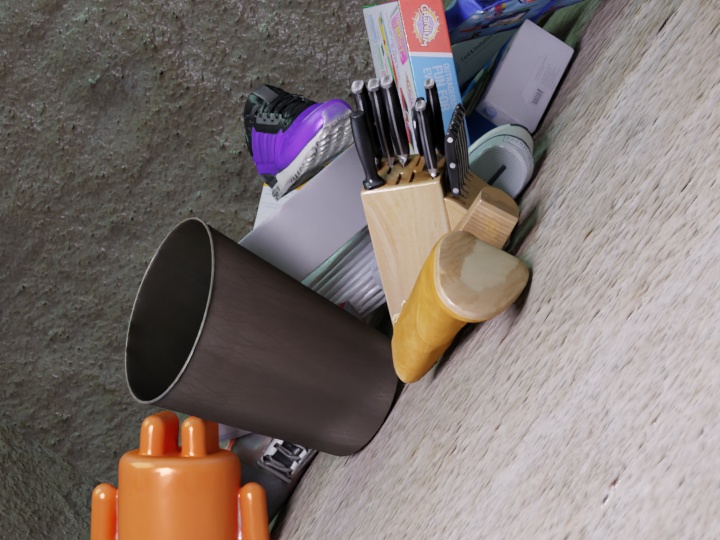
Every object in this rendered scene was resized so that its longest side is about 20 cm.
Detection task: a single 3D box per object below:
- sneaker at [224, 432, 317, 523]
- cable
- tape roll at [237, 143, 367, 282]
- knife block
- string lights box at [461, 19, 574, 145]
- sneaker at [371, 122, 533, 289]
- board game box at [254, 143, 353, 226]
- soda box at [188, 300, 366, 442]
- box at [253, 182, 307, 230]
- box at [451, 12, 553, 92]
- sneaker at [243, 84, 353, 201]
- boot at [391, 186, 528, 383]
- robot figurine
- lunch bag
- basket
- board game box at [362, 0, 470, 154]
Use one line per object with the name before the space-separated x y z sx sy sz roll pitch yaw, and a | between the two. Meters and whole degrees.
sneaker | -0.074 0.163 1.492 0.082 0.077 0.201 -30 29 50
cable | 0.000 0.000 1.519 0.200 0.069 0.200 -39 3 5
tape roll | -0.053 -0.038 1.460 0.200 0.066 0.200 -41 3 3
knife block | 0.032 -0.053 1.265 0.201 0.175 0.064 -53 7 31
string lights box | 0.129 -0.152 1.516 0.103 0.059 0.200 -62 8 -25
sneaker | 0.088 -0.050 1.356 0.200 0.073 0.071 -42 4 32
board game box | -0.026 -0.109 1.742 0.135 0.035 0.200 -48 12 -34
soda box | -0.076 0.100 1.455 0.199 0.070 0.064 -20 32 33
box | -0.084 -0.004 1.653 0.119 0.041 0.202 13 92 62
box | 0.131 -0.230 1.663 0.156 0.041 0.200 -40 -1 -8
sneaker | -0.070 -0.137 1.462 0.069 0.100 0.200 -32 -2 -23
boot | 0.065 0.033 1.149 0.145 0.070 0.202 -61 2 27
robot figurine | -0.167 0.232 1.408 0.116 0.143 0.202 0 91 60
lunch bag | 0.151 -0.275 1.428 0.199 0.095 0.151 -29 2 -10
basket | -0.078 0.070 1.281 0.136 0.199 0.181 -47 31 29
board game box | 0.051 -0.181 1.445 0.040 0.155 0.200 -13 10 -7
